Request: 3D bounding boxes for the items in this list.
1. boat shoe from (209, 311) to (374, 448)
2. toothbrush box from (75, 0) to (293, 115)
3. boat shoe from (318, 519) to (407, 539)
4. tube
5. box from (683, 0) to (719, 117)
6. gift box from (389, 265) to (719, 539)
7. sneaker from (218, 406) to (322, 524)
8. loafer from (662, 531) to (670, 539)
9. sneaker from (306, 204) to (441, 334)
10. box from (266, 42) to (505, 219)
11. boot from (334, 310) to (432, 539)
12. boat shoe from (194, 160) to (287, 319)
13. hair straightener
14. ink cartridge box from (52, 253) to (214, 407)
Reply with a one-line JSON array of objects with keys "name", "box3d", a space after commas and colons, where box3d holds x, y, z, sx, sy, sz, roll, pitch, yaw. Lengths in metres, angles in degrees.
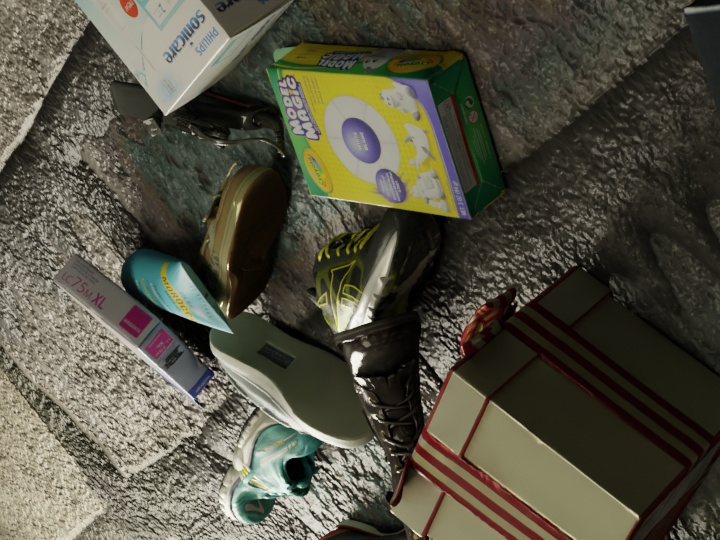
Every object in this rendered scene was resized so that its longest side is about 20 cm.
[{"name": "boat shoe", "box3d": [-0.055, 0.108, 1.577, 0.201, 0.070, 0.072, 33, 154, 33]}, {"name": "toothbrush box", "box3d": [-0.159, -0.243, 1.335, 0.200, 0.085, 0.146, 51, 148, -2]}, {"name": "boat shoe", "box3d": [0.025, 0.281, 1.642, 0.200, 0.063, 0.071, 1, 121, 49]}, {"name": "tube", "box3d": [-0.168, 0.014, 1.579, 0.077, 0.050, 0.200, 50, 166, -19]}, {"name": "box", "box3d": [0.276, -0.082, 0.893, 0.107, 0.148, 0.200, 2, 123, 50]}, {"name": "gift box", "box3d": [0.131, 0.124, 1.221, 0.187, 0.200, 0.185, 38, 131, 19]}, {"name": "sneaker", "box3d": [-0.085, 0.197, 1.689, 0.080, 0.078, 0.200, 34, 145, 11]}, {"name": "loafer", "box3d": [0.152, 0.188, 1.378, 0.200, 0.071, 0.073, 18, 137, 37]}, {"name": "sneaker", "box3d": [0.000, 0.000, 1.384, 0.085, 0.074, 0.200, 43, 147, 14]}, {"name": "box", "box3d": [0.008, -0.108, 1.297, 0.200, 0.048, 0.118, 12, 130, 47]}, {"name": "boot", "box3d": [0.039, 0.136, 1.363, 0.200, 0.069, 0.175, 74, 180, -68]}, {"name": "boat shoe", "box3d": [-0.112, -0.031, 1.495, 0.063, 0.073, 0.200, 41, 148, 16]}, {"name": "hair straightener", "box3d": [-0.141, -0.121, 1.437, 0.200, 0.077, 0.041, 24, 137, 36]}, {"name": "ink cartridge box", "box3d": [-0.213, 0.062, 1.694, 0.119, 0.042, 0.200, 36, 169, 23]}]
